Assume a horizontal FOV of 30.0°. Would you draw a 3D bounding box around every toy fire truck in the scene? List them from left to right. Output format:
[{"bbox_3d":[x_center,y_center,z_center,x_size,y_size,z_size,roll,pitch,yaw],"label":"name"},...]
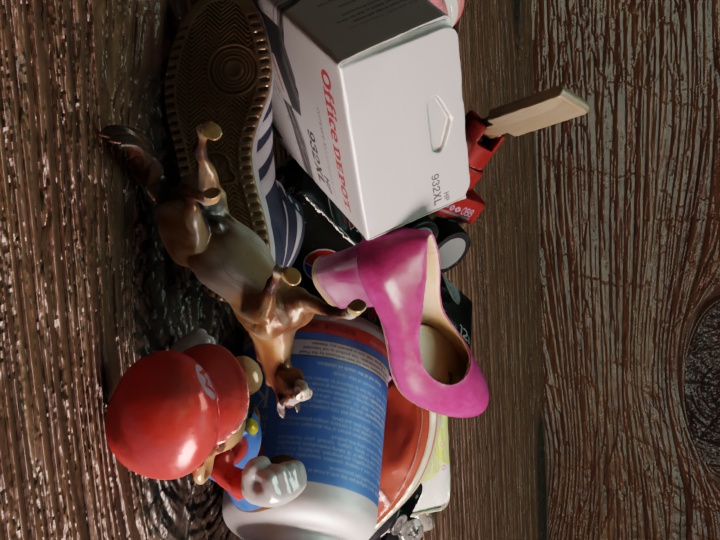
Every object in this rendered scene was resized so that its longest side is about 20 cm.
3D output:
[{"bbox_3d":[0.069,-0.101,1.114,0.176,0.129,0.200,15,117,-50],"label":"toy fire truck"}]

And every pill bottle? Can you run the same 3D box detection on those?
[{"bbox_3d":[-0.040,0.137,0.964,0.112,0.112,0.200,64,27,-60],"label":"pill bottle"}]

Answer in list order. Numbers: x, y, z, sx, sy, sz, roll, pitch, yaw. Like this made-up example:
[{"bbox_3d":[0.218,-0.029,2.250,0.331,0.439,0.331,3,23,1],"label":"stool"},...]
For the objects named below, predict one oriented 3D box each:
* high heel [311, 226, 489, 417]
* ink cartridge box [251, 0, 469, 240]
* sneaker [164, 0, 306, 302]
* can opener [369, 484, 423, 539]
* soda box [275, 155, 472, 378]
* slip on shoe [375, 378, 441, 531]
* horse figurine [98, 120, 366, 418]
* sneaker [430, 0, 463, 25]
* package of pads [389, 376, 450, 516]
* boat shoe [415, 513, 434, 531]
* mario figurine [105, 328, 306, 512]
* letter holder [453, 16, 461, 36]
[{"bbox_3d":[0.059,0.039,0.953,0.200,0.096,0.067,49,43,-31],"label":"high heel"},{"bbox_3d":[-0.017,-0.139,0.909,0.200,0.084,0.145,48,-23,43],"label":"ink cartridge box"},{"bbox_3d":[-0.080,-0.080,0.903,0.108,0.070,0.200,-5,92,-80],"label":"sneaker"},{"bbox_3d":[-0.009,0.248,1.094,0.063,0.079,0.200,28,84,-49],"label":"can opener"},{"bbox_3d":[0.000,0.000,1.026,0.200,0.071,0.063,43,31,-27],"label":"soda box"},{"bbox_3d":[-0.006,0.161,1.038,0.061,0.074,0.200,22,108,-48],"label":"slip on shoe"},{"bbox_3d":[-0.076,-0.010,0.799,0.050,0.200,0.133,-43,-178,-25],"label":"horse figurine"},{"bbox_3d":[0.006,-0.234,0.991,0.200,0.074,0.087,50,52,-32],"label":"sneaker"},{"bbox_3d":[0.023,0.104,1.187,0.154,0.068,0.200,-161,-114,-70],"label":"package of pads"},{"bbox_3d":[0.027,0.198,1.335,0.200,0.072,0.076,-91,164,-74],"label":"boat shoe"},{"bbox_3d":[-0.076,0.089,0.817,0.200,0.123,0.106,62,43,-70],"label":"mario figurine"},{"bbox_3d":[0.009,-0.248,1.118,0.101,0.142,0.200,36,55,-73],"label":"letter holder"}]
